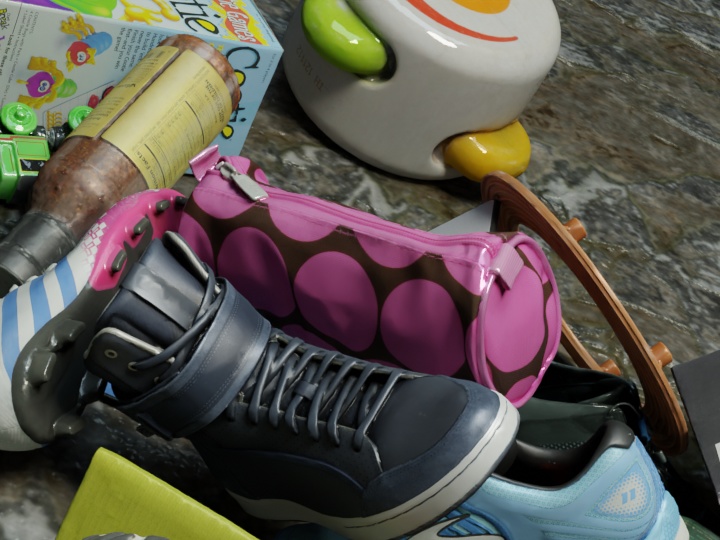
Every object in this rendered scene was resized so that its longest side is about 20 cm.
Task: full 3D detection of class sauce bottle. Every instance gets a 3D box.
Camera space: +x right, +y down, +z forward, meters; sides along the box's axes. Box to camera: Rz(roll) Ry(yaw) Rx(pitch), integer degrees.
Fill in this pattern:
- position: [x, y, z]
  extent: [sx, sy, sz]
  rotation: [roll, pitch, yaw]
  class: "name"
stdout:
- position: [-0.142, -0.054, 0.893]
  extent: [0.066, 0.066, 0.200]
  rotation: [32, 53, 9]
  class: "sauce bottle"

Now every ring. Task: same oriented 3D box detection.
- position: [0.135, 0.023, 0.945]
  extent: [0.201, 0.019, 0.200]
  rotation: [56, -5, 7]
  class: "ring"

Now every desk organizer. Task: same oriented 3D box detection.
- position: [0.230, 0.108, 0.884]
  extent: [0.200, 0.071, 0.077]
  rotation: [-76, 143, -74]
  class: "desk organizer"

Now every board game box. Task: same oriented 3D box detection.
- position: [-0.168, -0.138, 1.003]
  extent: [0.199, 0.105, 0.103]
  rotation: [6, 36, -32]
  class: "board game box"

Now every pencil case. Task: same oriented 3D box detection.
- position: [0.000, 0.000, 0.781]
  extent: [0.199, 0.094, 0.091]
  rotation: [16, 36, 31]
  class: "pencil case"

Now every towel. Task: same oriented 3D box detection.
- position: [-0.042, 0.158, 0.677]
  extent: [0.199, 0.086, 0.018]
  rotation: [30, 15, 5]
  class: "towel"

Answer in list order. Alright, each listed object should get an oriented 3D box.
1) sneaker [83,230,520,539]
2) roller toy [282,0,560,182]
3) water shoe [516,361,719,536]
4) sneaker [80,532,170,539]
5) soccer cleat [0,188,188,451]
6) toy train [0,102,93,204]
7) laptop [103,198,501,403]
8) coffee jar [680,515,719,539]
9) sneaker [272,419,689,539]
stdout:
- position: [-0.037, 0.047, 0.704]
  extent: [0.146, 0.202, 0.077]
  rotation: [49, 56, -23]
  class: "sneaker"
- position: [0.043, -0.163, 1.168]
  extent: [0.199, 0.140, 0.183]
  rotation: [22, 42, -13]
  class: "roller toy"
- position: [0.138, 0.104, 0.900]
  extent: [0.199, 0.079, 0.071]
  rotation: [33, 31, 9]
  class: "water shoe"
- position: [-0.049, 0.184, 0.633]
  extent: [0.199, 0.085, 0.077]
  rotation: [33, 42, 15]
  class: "sneaker"
- position: [-0.149, 0.017, 0.802]
  extent: [0.086, 0.070, 0.200]
  rotation: [-3, 28, 24]
  class: "soccer cleat"
- position: [-0.209, -0.067, 0.924]
  extent: [0.199, 0.042, 0.057]
  rotation: [0, 58, -30]
  class: "toy train"
- position: [-0.040, 0.006, 0.881]
  extent: [0.116, 0.199, 0.188]
  rotation: [54, 24, -21]
  class: "laptop"
- position: [0.125, 0.198, 0.744]
  extent: [0.104, 0.086, 0.200]
  rotation: [40, 32, 18]
  class: "coffee jar"
- position: [0.047, 0.110, 0.743]
  extent: [0.198, 0.091, 0.078]
  rotation: [-13, 17, 15]
  class: "sneaker"
